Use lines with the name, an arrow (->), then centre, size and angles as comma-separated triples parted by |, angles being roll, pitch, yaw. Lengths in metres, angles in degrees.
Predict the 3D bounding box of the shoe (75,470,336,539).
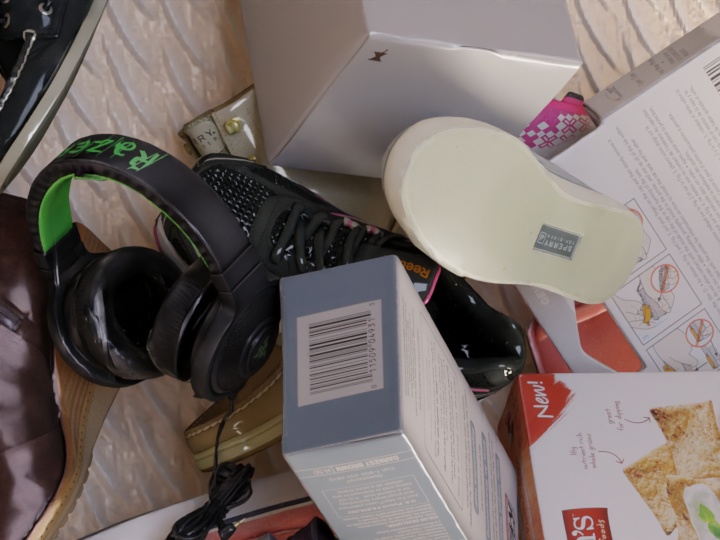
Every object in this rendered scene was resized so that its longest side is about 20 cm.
shoe -> -0.053, 0.152, 1.498 | 0.200, 0.071, 0.091 | -14, 86, -32

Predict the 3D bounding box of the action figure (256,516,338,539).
action figure -> -0.093, 0.183, 1.432 | 0.130, 0.200, 0.069 | 48, 19, -49

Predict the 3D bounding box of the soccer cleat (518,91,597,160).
soccer cleat -> 0.105, -0.051, 1.601 | 0.200, 0.070, 0.087 | 5, 83, -27

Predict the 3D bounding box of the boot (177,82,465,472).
boot -> -0.048, -0.008, 1.519 | 0.200, 0.072, 0.155 | -43, 104, -29

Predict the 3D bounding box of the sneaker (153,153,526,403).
sneaker -> 0.000, 0.000, 1.455 | 0.200, 0.086, 0.080 | 28, 66, -22

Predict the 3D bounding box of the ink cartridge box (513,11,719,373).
ink cartridge box -> 0.175, -0.007, 1.585 | 0.176, 0.045, 0.200 | -34, 110, 1

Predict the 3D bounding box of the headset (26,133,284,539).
headset -> -0.095, 0.033, 1.399 | 0.094, 0.123, 0.200 | -47, 128, -36

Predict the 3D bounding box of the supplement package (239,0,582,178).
supplement package -> 0.014, -0.159, 1.499 | 0.121, 0.120, 0.200 | 6, 57, -27

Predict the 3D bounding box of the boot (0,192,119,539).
boot -> -0.203, 0.051, 1.443 | 0.166, 0.072, 0.200 | 30, 70, -14

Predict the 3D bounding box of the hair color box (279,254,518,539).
hair color box -> 0.022, 0.091, 1.418 | 0.200, 0.061, 0.099 | 60, 23, -50

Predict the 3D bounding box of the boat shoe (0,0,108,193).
boat shoe -> -0.159, -0.130, 1.471 | 0.066, 0.075, 0.200 | 27, 67, -8

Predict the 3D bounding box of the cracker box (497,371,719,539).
cracker box -> 0.178, 0.120, 1.529 | 0.200, 0.058, 0.134 | -1, 57, -11

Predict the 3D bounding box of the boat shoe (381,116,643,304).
boat shoe -> 0.060, -0.033, 1.454 | 0.201, 0.071, 0.070 | 22, 95, -53

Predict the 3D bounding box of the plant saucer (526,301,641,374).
plant saucer -> 0.188, 0.086, 1.641 | 0.199, 0.037, 0.200 | -23, 100, -27
